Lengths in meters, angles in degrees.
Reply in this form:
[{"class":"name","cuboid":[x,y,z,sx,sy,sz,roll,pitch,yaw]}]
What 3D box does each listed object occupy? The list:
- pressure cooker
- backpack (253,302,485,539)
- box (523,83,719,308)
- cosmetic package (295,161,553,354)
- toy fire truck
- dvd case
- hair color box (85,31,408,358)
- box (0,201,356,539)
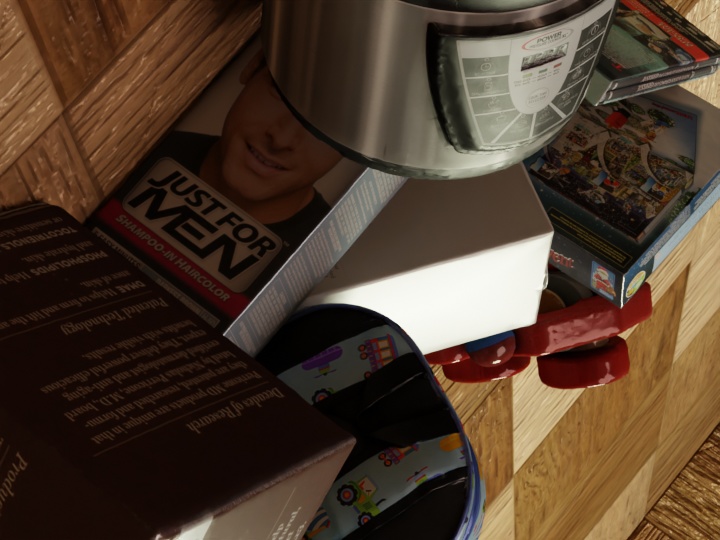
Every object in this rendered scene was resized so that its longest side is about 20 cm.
[{"class":"pressure cooker","cuboid":[0.039,-0.162,0.960,0.200,0.179,0.176,100,7,-53]},{"class":"backpack","cuboid":[-0.023,0.122,1.081,0.200,0.183,0.135,-37,153,14]},{"class":"box","cuboid":[0.121,-0.082,1.251,0.137,0.200,0.038,-45,155,-23]},{"class":"cosmetic package","cuboid":[0.000,0.000,1.150,0.200,0.085,0.108,-16,150,-14]},{"class":"toy fire truck","cuboid":[0.093,0.036,1.425,0.168,0.200,0.112,-25,111,-51]},{"class":"dvd case","cuboid":[0.131,-0.160,1.227,0.022,0.146,0.200,-56,163,24]},{"class":"hair color box","cuboid":[-0.049,-0.046,1.062,0.200,0.099,0.061,-49,160,-13]},{"class":"box","cuboid":[-0.148,0.099,0.920,0.164,0.200,0.166,-21,143,-60]}]
